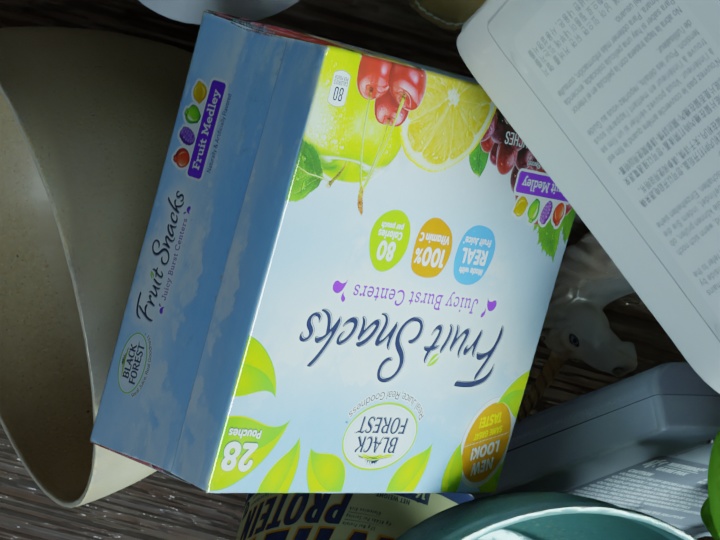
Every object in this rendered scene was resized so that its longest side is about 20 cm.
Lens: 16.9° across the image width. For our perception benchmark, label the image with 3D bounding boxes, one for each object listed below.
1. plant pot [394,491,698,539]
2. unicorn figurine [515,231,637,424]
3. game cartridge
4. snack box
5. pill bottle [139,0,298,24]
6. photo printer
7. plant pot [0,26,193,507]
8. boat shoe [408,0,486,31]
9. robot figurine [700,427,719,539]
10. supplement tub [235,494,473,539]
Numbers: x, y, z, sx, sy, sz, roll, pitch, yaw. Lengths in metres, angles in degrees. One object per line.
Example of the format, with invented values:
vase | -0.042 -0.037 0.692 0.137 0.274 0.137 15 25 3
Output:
plant pot | 0.066 0.182 1.046 0.200 0.134 0.200 -3 100 -14
unicorn figurine | 0.145 -0.010 1.047 0.137 0.074 0.200 12 130 13
game cartridge | 0.151 0.085 1.114 0.133 0.040 0.200 -20 158 34
snack box | 0.000 0.000 0.945 0.068 0.169 0.200 20 -174 36
pill bottle | -0.056 -0.187 0.852 0.112 0.112 0.200 5 138 7
photo printer | 0.140 -0.051 0.846 0.200 0.069 0.166 53 145 7
plant pot | -0.087 -0.015 1.018 0.134 0.200 0.200 -15 144 -21
boat shoe | 0.062 -0.151 0.893 0.072 0.076 0.200 19 138 -9
robot figurine | 0.213 0.073 0.953 0.116 0.175 0.200 51 148 9
supplement tub | -0.006 0.197 1.195 0.145 0.200 0.145 10 144 7
